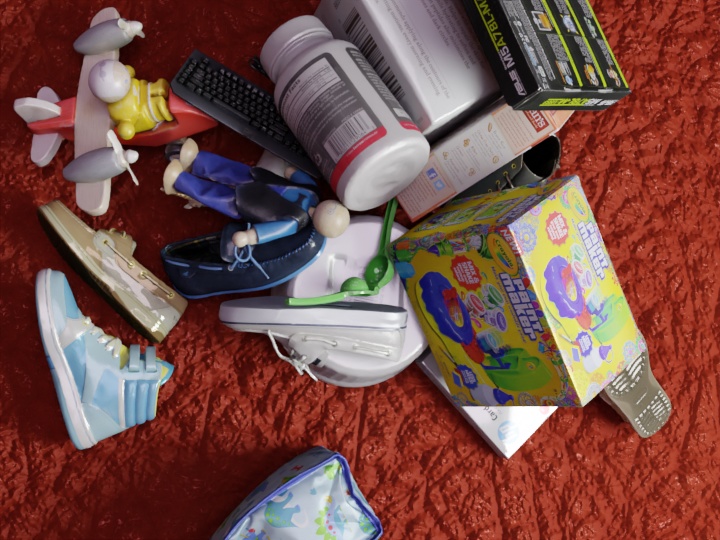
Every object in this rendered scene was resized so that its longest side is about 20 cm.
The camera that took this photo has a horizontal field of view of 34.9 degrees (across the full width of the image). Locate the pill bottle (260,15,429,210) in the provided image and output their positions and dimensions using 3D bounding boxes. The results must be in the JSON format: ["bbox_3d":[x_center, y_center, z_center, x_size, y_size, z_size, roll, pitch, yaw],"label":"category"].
[{"bbox_3d":[-0.023,-0.171,1.210,0.110,0.111,0.201,-30,68,-10],"label":"pill bottle"}]

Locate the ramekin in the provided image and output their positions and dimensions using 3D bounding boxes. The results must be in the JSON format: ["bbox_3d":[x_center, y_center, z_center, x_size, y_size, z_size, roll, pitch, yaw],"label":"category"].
[{"bbox_3d":[0.000,0.032,1.304,0.198,0.098,0.203,1,85,-10],"label":"ramekin"}]

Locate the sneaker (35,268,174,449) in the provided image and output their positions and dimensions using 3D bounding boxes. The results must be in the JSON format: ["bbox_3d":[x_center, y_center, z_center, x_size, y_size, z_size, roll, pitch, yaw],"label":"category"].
[{"bbox_3d":[-0.279,0.084,1.265,0.129,0.080,0.202,-15,97,-8],"label":"sneaker"}]

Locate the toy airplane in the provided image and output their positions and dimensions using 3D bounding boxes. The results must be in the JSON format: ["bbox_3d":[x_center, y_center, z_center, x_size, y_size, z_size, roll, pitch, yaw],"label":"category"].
[{"bbox_3d":[-0.281,-0.182,1.252,0.200,0.141,0.199,42,69,14],"label":"toy airplane"}]

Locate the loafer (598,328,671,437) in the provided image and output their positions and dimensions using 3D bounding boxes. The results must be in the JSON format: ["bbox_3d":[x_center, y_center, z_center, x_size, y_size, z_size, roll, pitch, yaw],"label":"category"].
[{"bbox_3d":[0.294,0.117,1.322,0.076,0.068,0.201,-42,127,-13],"label":"loafer"}]

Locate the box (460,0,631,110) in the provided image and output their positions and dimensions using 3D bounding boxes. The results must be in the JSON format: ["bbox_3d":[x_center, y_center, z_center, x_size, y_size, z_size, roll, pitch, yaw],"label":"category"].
[{"bbox_3d":[0.178,-0.259,1.167,0.192,0.047,0.202,-10,74,-52],"label":"box"}]

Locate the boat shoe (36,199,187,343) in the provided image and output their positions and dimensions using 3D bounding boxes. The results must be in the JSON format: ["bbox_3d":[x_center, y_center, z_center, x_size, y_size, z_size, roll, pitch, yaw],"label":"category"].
[{"bbox_3d":[-0.276,-0.009,1.280,0.200,0.074,0.066,47,69,-6],"label":"boat shoe"}]

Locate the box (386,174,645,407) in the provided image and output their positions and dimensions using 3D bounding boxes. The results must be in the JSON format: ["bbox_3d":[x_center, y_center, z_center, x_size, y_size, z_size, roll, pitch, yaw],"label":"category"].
[{"bbox_3d":[0.162,0.027,1.207,0.122,0.192,0.202,-33,104,-35],"label":"box"}]

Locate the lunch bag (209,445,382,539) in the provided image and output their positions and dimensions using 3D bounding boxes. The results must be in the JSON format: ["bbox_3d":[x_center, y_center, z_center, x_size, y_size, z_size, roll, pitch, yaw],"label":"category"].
[{"bbox_3d":[-0.088,0.287,1.231,0.199,0.170,0.128,-28,87,-11],"label":"lunch bag"}]

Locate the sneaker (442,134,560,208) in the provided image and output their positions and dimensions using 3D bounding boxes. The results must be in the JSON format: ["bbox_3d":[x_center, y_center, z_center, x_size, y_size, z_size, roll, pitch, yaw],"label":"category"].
[{"bbox_3d":[0.154,-0.076,1.322,0.074,0.106,0.202,30,76,-17],"label":"sneaker"}]

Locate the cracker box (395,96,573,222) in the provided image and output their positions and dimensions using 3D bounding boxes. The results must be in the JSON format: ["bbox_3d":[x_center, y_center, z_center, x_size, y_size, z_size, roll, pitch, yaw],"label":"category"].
[{"bbox_3d":[0.137,-0.141,1.252,0.199,0.134,0.058,-33,96,31],"label":"cracker box"}]

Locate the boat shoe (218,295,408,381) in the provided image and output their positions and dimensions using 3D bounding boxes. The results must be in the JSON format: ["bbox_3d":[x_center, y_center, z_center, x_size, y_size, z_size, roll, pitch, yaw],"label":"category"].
[{"bbox_3d":[-0.051,0.076,1.212,0.199,0.075,0.087,3,98,-10],"label":"boat shoe"}]

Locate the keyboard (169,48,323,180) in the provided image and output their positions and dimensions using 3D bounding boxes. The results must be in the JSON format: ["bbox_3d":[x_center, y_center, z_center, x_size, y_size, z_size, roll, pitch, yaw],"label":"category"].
[{"bbox_3d":[-0.102,-0.186,1.268,0.199,0.021,0.128,31,45,-6],"label":"keyboard"}]

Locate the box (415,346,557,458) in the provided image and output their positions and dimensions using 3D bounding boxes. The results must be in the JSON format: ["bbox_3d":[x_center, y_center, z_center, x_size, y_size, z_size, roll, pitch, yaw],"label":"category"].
[{"bbox_3d":[0.187,0.095,1.357,0.200,0.041,0.156,-43,95,-9],"label":"box"}]

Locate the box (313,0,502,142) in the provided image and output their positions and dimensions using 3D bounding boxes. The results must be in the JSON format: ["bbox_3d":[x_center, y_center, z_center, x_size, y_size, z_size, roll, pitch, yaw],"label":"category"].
[{"bbox_3d":[0.072,-0.260,1.283,0.170,0.200,0.200,-31,90,-15],"label":"box"}]

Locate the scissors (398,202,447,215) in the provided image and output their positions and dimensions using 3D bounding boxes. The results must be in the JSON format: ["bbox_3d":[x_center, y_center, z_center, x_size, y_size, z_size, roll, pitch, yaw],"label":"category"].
[{"bbox_3d":[0.102,-0.061,1.372,0.073,0.014,0.201,-41,95,-18],"label":"scissors"}]

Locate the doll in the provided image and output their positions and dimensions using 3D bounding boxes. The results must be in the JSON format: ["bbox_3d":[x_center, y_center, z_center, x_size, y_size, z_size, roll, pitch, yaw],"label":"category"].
[{"bbox_3d":[-0.106,-0.075,1.209,0.198,0.049,0.137,18,45,8],"label":"doll"}]

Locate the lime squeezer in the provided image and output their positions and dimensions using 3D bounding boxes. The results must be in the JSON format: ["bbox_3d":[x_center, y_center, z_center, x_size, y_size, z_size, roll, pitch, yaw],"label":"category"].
[{"bbox_3d":[0.000,0.000,1.218,0.200,0.037,0.071,-45,132,-34],"label":"lime squeezer"}]

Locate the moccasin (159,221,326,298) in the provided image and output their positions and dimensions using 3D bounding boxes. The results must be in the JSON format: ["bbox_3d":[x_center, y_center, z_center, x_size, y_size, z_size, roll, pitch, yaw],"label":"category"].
[{"bbox_3d":[-0.134,-0.017,1.249,0.198,0.081,0.068,-18,129,21],"label":"moccasin"}]

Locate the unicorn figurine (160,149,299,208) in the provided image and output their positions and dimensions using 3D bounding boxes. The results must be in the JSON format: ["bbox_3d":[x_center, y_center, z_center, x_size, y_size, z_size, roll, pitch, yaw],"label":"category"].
[{"bbox_3d":[-0.106,-0.099,1.302,0.136,0.074,0.200,23,50,26],"label":"unicorn figurine"}]
